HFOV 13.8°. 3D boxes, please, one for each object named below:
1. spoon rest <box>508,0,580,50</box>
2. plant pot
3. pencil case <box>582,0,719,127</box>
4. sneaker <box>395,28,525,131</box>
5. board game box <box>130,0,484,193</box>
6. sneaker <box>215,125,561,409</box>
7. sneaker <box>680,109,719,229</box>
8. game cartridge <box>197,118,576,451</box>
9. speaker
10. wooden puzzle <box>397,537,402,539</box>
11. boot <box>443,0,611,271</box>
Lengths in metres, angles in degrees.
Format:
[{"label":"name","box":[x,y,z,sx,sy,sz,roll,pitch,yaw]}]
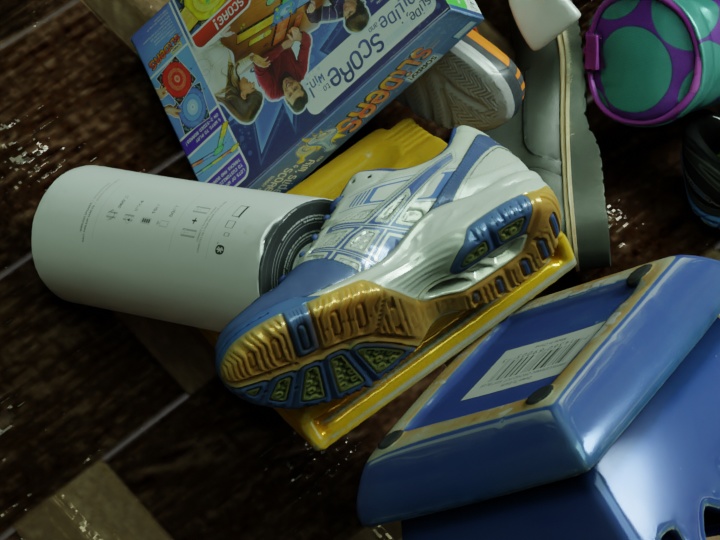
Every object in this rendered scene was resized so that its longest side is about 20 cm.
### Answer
[{"label":"spoon rest","box":[0.138,-0.200,1.756,0.061,0.099,0.200,50,38,-5]},{"label":"plant pot","box":[0.128,0.115,1.528,0.200,0.199,0.180,-44,107,-41]},{"label":"pencil case","box":[0.215,-0.147,1.762,0.092,0.086,0.199,23,28,33]},{"label":"sneaker","box":[0.046,-0.157,1.757,0.112,0.078,0.200,-35,46,-26]},{"label":"board game box","box":[-0.034,-0.139,1.709,0.034,0.200,0.136,9,49,-52]},{"label":"sneaker","box":[0.004,-0.002,1.535,0.199,0.076,0.088,-28,52,-16]},{"label":"sneaker","box":[0.271,-0.067,1.717,0.199,0.083,0.071,-1,36,35]},{"label":"game cartridge","box":[0.000,0.000,1.636,0.176,0.033,0.200,-36,34,-10]},{"label":"speaker","box":[-0.092,-0.010,1.622,0.199,0.081,0.081,9,49,46]},{"label":"wooden puzzle","box":[0.013,0.256,1.576,0.199,0.037,0.185,-34,71,-23]},{"label":"boot","box":[0.069,-0.085,1.759,0.137,0.078,0.201,-8,52,2]}]
